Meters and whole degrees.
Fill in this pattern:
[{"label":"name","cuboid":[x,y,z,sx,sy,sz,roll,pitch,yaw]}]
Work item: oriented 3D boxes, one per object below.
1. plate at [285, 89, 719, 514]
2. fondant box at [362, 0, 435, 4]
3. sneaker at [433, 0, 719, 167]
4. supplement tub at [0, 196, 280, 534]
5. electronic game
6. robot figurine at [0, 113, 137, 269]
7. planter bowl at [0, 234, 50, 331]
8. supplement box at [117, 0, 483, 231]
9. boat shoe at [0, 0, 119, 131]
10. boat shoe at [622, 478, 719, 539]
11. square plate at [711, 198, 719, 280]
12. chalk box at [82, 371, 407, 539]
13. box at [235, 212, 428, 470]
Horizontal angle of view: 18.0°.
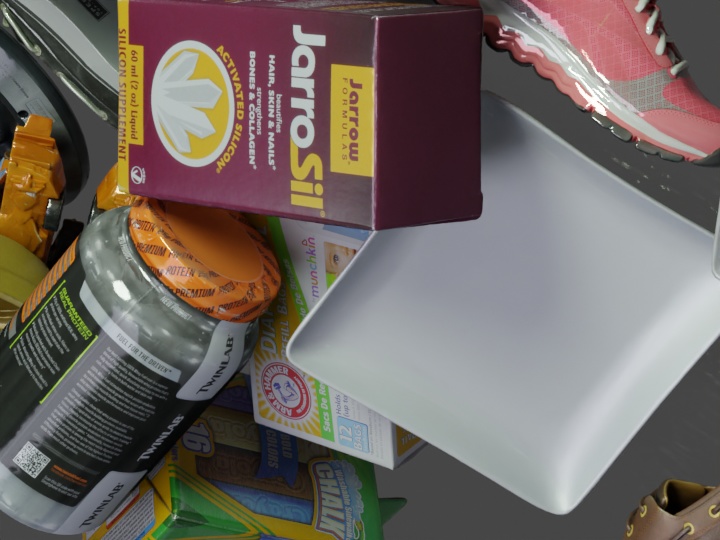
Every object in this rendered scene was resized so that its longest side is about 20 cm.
[{"label":"plate","cuboid":[0.090,0.018,1.263,0.199,0.032,0.200,30,115,-14]},{"label":"fondant box","cuboid":[-0.040,-0.166,1.294,0.199,0.058,0.145,18,138,36]},{"label":"sneaker","cuboid":[0.131,-0.129,1.193,0.200,0.074,0.087,35,105,7]},{"label":"supplement tub","cuboid":[-0.142,0.049,1.318,0.123,0.122,0.200,47,116,8]},{"label":"electronic game","cuboid":[-0.263,-0.118,1.520,0.199,0.042,0.200,30,152,18]},{"label":"robot figurine","cuboid":[-0.192,-0.016,1.505,0.144,0.059,0.200,13,144,-7]},{"label":"planter bowl","cuboid":[-0.253,0.031,1.460,0.199,0.084,0.201,8,143,6]},{"label":"supplement box","cuboid":[-0.035,-0.088,1.203,0.199,0.085,0.111,10,103,43]},{"label":"boat shoe","cuboid":[-0.203,-0.171,1.451,0.200,0.071,0.064,48,134,5]},{"label":"boat shoe","cuboid":[0.189,0.152,1.311,0.200,0.072,0.068,-31,87,40]},{"label":"square plate","cuboid":[0.280,-0.057,1.125,0.199,0.028,0.199,18,126,24]},{"label":"chalk box","cuboid":[-0.065,0.154,1.452,0.124,0.199,0.124,-47,38,40]},{"label":"box","cuboid":[0.000,0.000,1.355,0.112,0.101,0.201,15,123,33]}]
